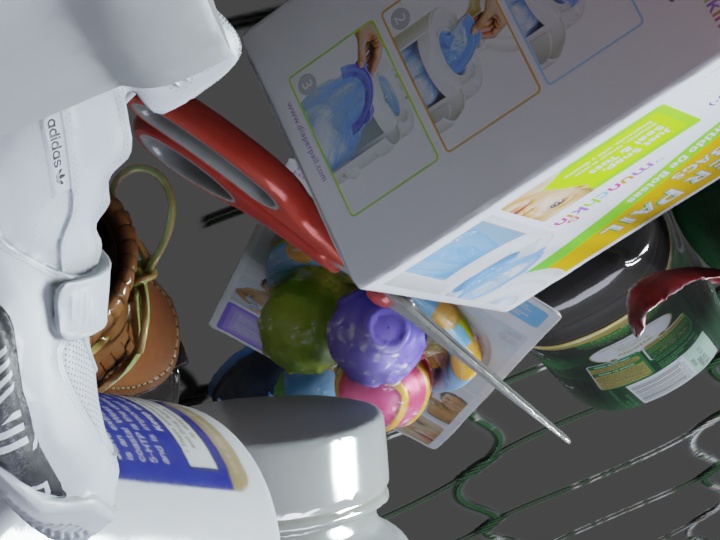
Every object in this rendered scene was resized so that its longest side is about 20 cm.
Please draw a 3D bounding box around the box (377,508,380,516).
[{"bbox_3d":[-0.084,0.186,1.056,0.148,0.125,0.200,-35,157,33],"label":"box"}]

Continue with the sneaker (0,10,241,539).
[{"bbox_3d":[-0.082,-0.022,0.653,0.115,0.075,0.201,-28,119,-12],"label":"sneaker"}]

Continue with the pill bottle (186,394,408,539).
[{"bbox_3d":[-0.032,0.154,0.888,0.113,0.201,0.114,-3,-173,0],"label":"pill bottle"}]

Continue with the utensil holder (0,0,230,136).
[{"bbox_3d":[-0.145,-0.078,0.400,0.199,0.171,0.170,-22,162,0],"label":"utensil holder"}]

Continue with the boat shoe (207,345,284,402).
[{"bbox_3d":[-0.029,0.084,1.133,0.084,0.069,0.200,-21,159,-11],"label":"boat shoe"}]

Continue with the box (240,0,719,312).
[{"bbox_3d":[0.081,-0.081,0.771,0.200,0.102,0.112,-33,160,24],"label":"box"}]

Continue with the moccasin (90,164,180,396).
[{"bbox_3d":[-0.104,0.000,0.808,0.077,0.074,0.201,-11,156,15],"label":"moccasin"}]

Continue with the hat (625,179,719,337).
[{"bbox_3d":[0.127,-0.019,0.907,0.175,0.166,0.200,-17,153,-17],"label":"hat"}]

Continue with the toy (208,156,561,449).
[{"bbox_3d":[-0.004,0.033,0.934,0.047,0.115,0.200,-61,-179,-19],"label":"toy"}]

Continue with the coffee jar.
[{"bbox_3d":[0.090,-0.008,0.981,0.085,0.105,0.200,-29,161,8],"label":"coffee jar"}]

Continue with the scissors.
[{"bbox_3d":[0.000,0.000,0.793,0.014,0.200,0.073,-54,-175,-14],"label":"scissors"}]

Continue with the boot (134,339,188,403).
[{"bbox_3d":[-0.165,0.099,1.013,0.174,0.069,0.200,-21,167,-30],"label":"boot"}]

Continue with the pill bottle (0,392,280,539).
[{"bbox_3d":[-0.131,0.093,0.757,0.120,0.120,0.200,-36,151,30],"label":"pill bottle"}]
